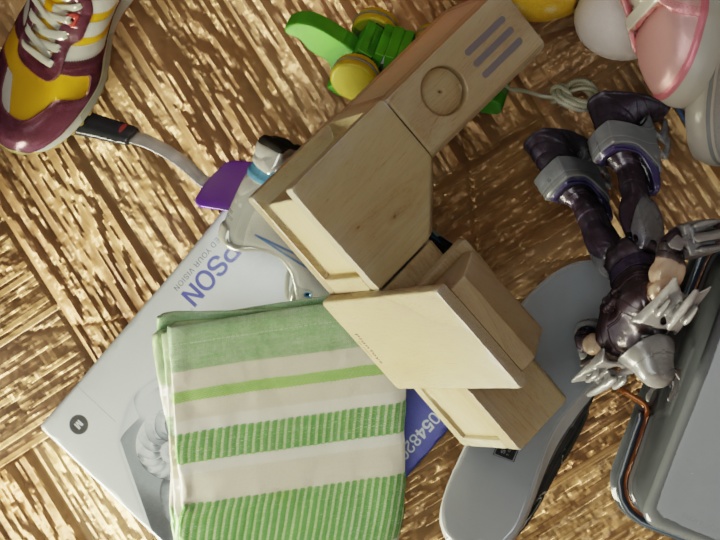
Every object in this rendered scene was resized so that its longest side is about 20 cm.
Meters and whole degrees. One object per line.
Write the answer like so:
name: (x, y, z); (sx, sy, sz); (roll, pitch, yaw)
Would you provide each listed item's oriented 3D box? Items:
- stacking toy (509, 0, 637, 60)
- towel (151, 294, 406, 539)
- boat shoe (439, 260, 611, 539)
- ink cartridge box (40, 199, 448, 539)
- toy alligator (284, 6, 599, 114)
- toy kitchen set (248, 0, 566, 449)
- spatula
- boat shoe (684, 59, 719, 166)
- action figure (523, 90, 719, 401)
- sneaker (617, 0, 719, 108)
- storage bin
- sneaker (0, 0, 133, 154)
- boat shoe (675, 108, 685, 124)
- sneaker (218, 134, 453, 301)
stacking toy: (0.096, -0.194, 1.271); (0.146, 0.146, 0.200); (-47, 72, 8)
towel: (-0.047, 0.109, 1.330); (0.152, 0.023, 0.200); (-7, 116, -10)
boat shoe: (0.109, 0.090, 1.340); (0.070, 0.066, 0.200); (21, 77, 11)
ink cartridge box: (-0.068, 0.093, 1.380); (0.200, 0.041, 0.200); (41, 97, 4)
toy alligator: (0.048, -0.114, 1.350); (0.200, 0.059, 0.054); (16, 138, 4)
toy kitchen set: (0.083, -0.027, 1.227); (0.180, 0.163, 0.200); (-45, 104, -17)
spatula: (-0.130, -0.076, 1.381); (0.200, 0.057, 0.021); (21, 132, 14)
boat shoe: (0.238, -0.145, 1.217); (0.068, 0.072, 0.200); (27, 113, 28)
action figure: (0.160, -0.011, 1.274); (0.130, 0.069, 0.200); (-40, 46, 37)
sneaker: (0.147, -0.188, 1.200); (0.104, 0.075, 0.201); (10, 69, -15)
storage bin: (0.223, 0.077, 1.291); (0.145, 0.134, 0.200); (21, 95, 7)
sneaker: (-0.184, -0.168, 1.350); (0.075, 0.090, 0.200); (28, 90, 19)
boat shoe: (0.185, -0.166, 1.314); (0.072, 0.072, 0.200); (-36, 88, 8)
sneaker: (0.000, 0.000, 1.333); (0.200, 0.075, 0.087); (31, 101, -17)
